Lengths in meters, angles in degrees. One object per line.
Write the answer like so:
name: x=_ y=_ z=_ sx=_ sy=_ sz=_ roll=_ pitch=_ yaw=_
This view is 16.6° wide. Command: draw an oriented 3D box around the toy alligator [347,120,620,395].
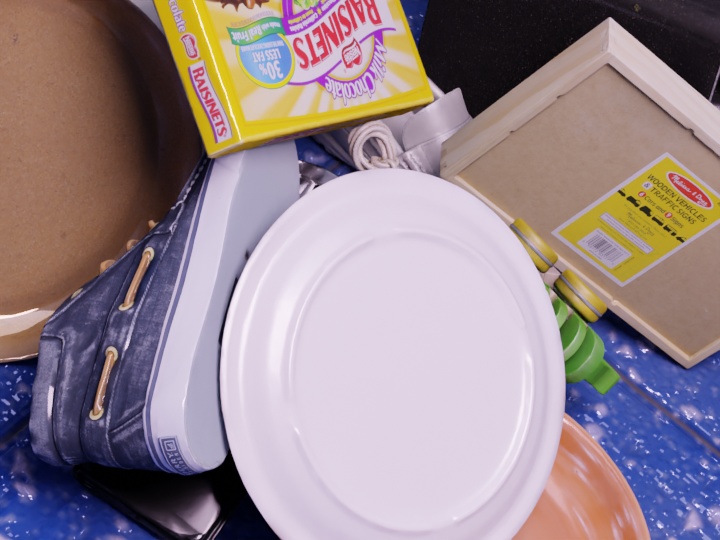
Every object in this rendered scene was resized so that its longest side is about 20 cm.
toy alligator: x=0.068 y=0.002 z=1.244 sx=0.200 sy=0.059 sz=0.054 roll=44 pitch=3 yaw=-21

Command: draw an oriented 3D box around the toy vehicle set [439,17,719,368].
toy vehicle set: x=0.154 y=-0.036 z=1.308 sx=0.200 sy=0.124 sz=0.027 roll=37 pitch=37 yaw=-26

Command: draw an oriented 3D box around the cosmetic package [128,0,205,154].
cosmetic package: x=-0.141 y=-0.148 z=1.287 sx=0.199 sy=0.104 sz=0.087 roll=31 pitch=56 yaw=22

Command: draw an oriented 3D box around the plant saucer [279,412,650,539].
plant saucer: x=0.049 y=0.134 z=1.219 sx=0.199 sy=0.038 sz=0.201 roll=13 pitch=47 yaw=-14

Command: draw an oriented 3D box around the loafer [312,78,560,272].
loafer: x=0.038 y=-0.068 z=1.366 sx=0.200 sy=0.070 sz=0.070 roll=40 pitch=46 yaw=12

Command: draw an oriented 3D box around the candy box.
candy box: x=-0.032 y=-0.116 z=1.196 sx=0.200 sy=0.026 sz=0.103 roll=-19 pitch=91 yaw=-61

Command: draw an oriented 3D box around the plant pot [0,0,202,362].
plant pot: x=-0.175 y=-0.054 z=1.189 sx=0.199 sy=0.201 sz=0.027 roll=6 pitch=17 yaw=-21

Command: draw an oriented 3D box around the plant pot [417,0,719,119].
plant pot: x=0.138 y=-0.139 z=1.406 sx=0.177 sy=0.200 sz=0.200 roll=24 pitch=44 yaw=12

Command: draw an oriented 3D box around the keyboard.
keyboard: x=-0.066 y=0.034 z=1.213 sx=0.104 sy=0.040 sz=0.201 roll=34 pitch=73 yaw=3

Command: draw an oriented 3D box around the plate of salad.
plate of salad: x=0.014 y=0.052 z=1.176 sx=0.199 sy=0.048 sz=0.202 roll=3 pitch=85 yaw=-33

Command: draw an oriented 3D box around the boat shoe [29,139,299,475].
boat shoe: x=-0.094 y=0.004 z=1.163 sx=0.090 sy=0.071 sz=0.201 roll=-1 pitch=53 yaw=24

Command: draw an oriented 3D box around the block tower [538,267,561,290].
block tower: x=0.000 y=0.000 z=1.287 sx=0.199 sy=0.054 sz=0.058 roll=12 pitch=16 yaw=-15
